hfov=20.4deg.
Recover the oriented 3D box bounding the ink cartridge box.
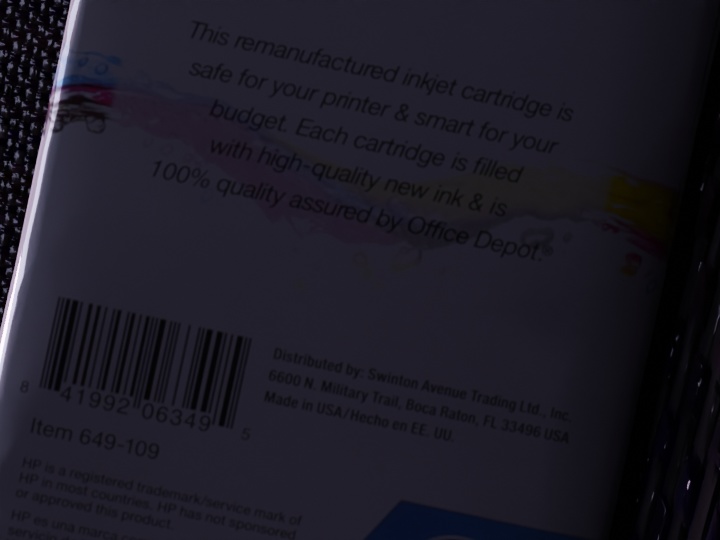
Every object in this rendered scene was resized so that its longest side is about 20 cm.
[{"bbox_3d":[-0.005,-0.009,0.513,0.146,0.147,0.200,-162,84,-88],"label":"ink cartridge box"}]
